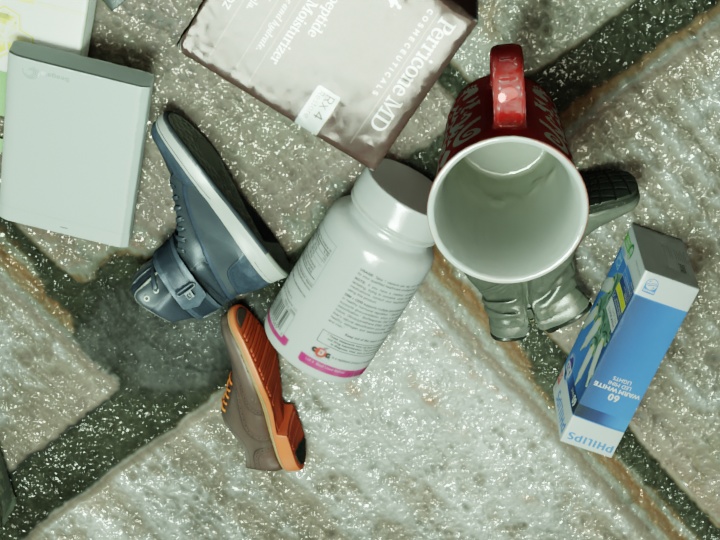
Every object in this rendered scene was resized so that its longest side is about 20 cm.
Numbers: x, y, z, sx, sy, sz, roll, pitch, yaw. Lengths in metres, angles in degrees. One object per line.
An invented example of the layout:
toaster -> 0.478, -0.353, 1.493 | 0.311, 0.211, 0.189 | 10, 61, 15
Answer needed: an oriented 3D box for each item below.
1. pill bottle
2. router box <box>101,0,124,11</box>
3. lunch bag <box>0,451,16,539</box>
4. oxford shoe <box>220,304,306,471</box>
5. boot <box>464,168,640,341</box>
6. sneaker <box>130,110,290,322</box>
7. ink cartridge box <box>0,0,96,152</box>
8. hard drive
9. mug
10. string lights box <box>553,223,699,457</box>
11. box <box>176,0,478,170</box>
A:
pill bottle -> 0.000, 0.000, 1.387 | 0.113, 0.114, 0.200 | 28, 116, -9
router box -> -0.140, -0.319, 1.218 | 0.200, 0.157, 0.052 | -36, 108, 20
lunch bag -> -0.488, 0.221, 1.536 | 0.199, 0.118, 0.165 | -9, 116, 4
oxford shoe -> -0.117, 0.128, 1.486 | 0.072, 0.071, 0.201 | -10, 116, 15
boot -> 0.195, -0.012, 1.401 | 0.199, 0.068, 0.131 | -21, 118, 22
sneaker -> -0.181, -0.042, 1.402 | 0.146, 0.077, 0.203 | -27, 112, 14
ink cartridge box -> -0.332, -0.196, 1.356 | 0.145, 0.048, 0.201 | 14, 114, -3
hard drive -> -0.273, -0.115, 1.372 | 0.131, 0.026, 0.201 | 14, 133, -3
mug -> 0.139, -0.109, 1.274 | 0.133, 0.200, 0.178 | 25, 115, -7
string lights box -> 0.255, 0.069, 1.406 | 0.059, 0.103, 0.201 | 19, 116, -7
box -> -0.023, -0.228, 1.248 | 0.199, 0.164, 0.166 | 31, 115, -11
